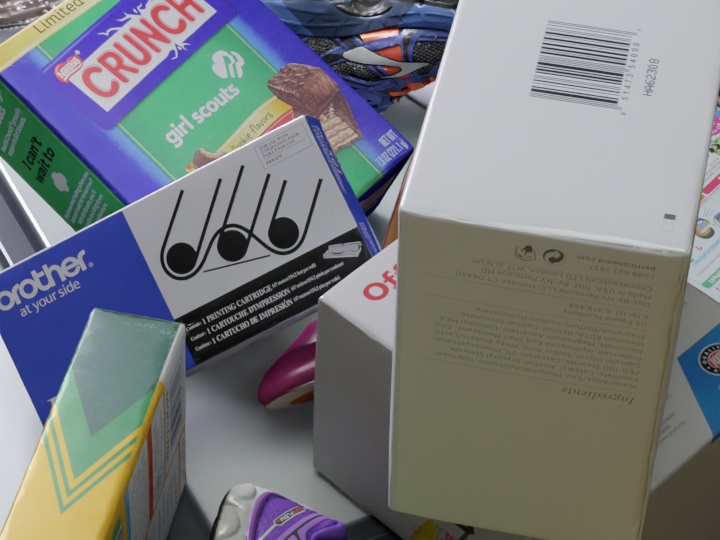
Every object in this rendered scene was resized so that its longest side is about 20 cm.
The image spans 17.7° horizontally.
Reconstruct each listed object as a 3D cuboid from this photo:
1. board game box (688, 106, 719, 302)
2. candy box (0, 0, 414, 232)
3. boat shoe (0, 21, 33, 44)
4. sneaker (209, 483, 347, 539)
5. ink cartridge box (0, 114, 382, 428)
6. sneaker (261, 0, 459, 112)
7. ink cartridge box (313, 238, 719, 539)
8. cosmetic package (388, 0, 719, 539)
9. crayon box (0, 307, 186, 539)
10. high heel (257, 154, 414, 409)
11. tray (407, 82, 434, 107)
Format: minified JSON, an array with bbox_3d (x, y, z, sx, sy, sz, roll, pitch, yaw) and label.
[{"bbox_3d":[0.165,-0.044,1.374,0.200,0.064,0.148,32,52,26],"label":"board game box"},{"bbox_3d":[-0.099,-0.079,1.332,0.200,0.077,0.169,43,55,7],"label":"candy box"},{"bbox_3d":[-0.160,-0.137,1.442,0.200,0.062,0.075,4,47,1],"label":"boat shoe"},{"bbox_3d":[-0.044,0.184,1.120,0.083,0.081,0.200,13,45,0],"label":"sneaker"},{"bbox_3d":[-0.093,0.004,1.228,0.200,0.044,0.094,-26,85,8],"label":"ink cartridge box"},{"bbox_3d":[0.027,-0.137,1.431,0.200,0.078,0.075,6,20,23],"label":"sneaker"},{"bbox_3d":[0.094,0.075,1.190,0.200,0.145,0.147,37,54,27],"label":"ink cartridge box"},{"bbox_3d":[0.089,-0.017,1.038,0.123,0.200,0.199,9,47,9],"label":"cosmetic package"},{"bbox_3d":[-0.134,0.133,1.127,0.052,0.126,0.200,10,45,6],"label":"crayon box"},{"bbox_3d":[0.000,0.000,1.291,0.200,0.067,0.096,-32,86,-37],"label":"high heel"},{"bbox_3d":[0.019,-0.185,1.490,0.200,0.107,0.022,35,19,27],"label":"tray"}]
